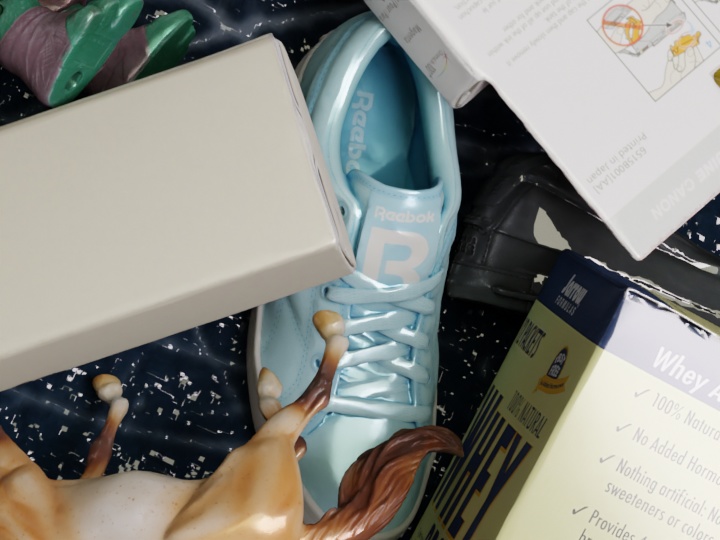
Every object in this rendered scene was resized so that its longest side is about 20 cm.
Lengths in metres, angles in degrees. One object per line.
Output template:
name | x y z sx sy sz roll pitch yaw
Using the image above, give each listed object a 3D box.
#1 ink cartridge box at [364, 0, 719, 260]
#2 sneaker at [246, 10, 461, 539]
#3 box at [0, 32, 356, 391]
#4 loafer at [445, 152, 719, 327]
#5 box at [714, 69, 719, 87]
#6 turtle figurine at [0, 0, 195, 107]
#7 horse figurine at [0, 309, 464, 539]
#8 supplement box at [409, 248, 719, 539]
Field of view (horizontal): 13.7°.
ink cartridge box | 0.107 -0.124 1.092 0.200 0.044 0.174 -39 90 -19
sneaker | 0.000 0.000 1.092 0.073 0.082 0.201 0 78 -13
box | -0.108 -0.009 1.042 0.199 0.068 0.083 -17 79 2
loafer | 0.125 0.028 1.130 0.200 0.068 0.071 29 85 -4
box | 0.181 -0.085 1.162 0.199 0.070 0.065 23 72 -8
turtle figurine | -0.157 -0.133 1.075 0.200 0.101 0.150 40 27 13
horse figurine | -0.068 0.079 1.037 0.199 0.050 0.133 -6 45 13
supplement box | 0.118 0.130 1.038 0.199 0.134 0.200 28 93 -8
